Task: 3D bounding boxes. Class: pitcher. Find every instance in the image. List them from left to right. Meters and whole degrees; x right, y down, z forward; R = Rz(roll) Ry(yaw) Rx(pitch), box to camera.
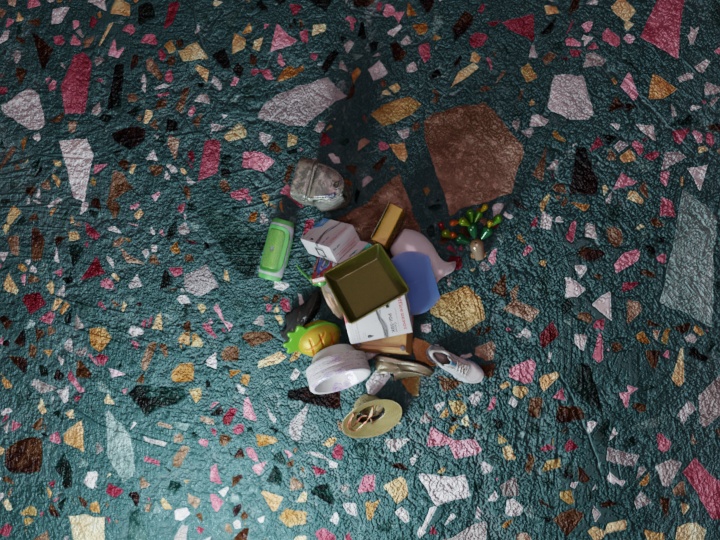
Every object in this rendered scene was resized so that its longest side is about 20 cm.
[{"bbox_3d":[0.180,-0.021,1.692,0.199,0.121,0.172,37,105,-3],"label":"pitcher"}]

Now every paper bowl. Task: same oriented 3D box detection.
[{"bbox_3d":[-0.074,0.303,1.656,0.198,0.201,0.106,-22,63,5],"label":"paper bowl"}]

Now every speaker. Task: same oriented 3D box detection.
[{"bbox_3d":[-0.280,-0.068,1.763,0.087,0.088,0.203,14,88,8],"label":"speaker"}]

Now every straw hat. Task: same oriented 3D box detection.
[{"bbox_3d":[0.027,0.443,1.685,0.199,0.202,0.086,-29,40,4],"label":"straw hat"}]

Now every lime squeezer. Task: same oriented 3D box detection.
[{"bbox_3d":[-0.144,0.016,1.700,0.198,0.037,0.072,2,89,37],"label":"lime squeezer"}]

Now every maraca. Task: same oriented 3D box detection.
[{"bbox_3d":[-0.153,0.219,1.689,0.107,0.198,0.139,50,126,44],"label":"maraca"}]

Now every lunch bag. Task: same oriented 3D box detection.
[{"bbox_3d":[-0.118,-0.268,1.697,0.165,0.200,0.142,13,88,9],"label":"lunch bag"}]

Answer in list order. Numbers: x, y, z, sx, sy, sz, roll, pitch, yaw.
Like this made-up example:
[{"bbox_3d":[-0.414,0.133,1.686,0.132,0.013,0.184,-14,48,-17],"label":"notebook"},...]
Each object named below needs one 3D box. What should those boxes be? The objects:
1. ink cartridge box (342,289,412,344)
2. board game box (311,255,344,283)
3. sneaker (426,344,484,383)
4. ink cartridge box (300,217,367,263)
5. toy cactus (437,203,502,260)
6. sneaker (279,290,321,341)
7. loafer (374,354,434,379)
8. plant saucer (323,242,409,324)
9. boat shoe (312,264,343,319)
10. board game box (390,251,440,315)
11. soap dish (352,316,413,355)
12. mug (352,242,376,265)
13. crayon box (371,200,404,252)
[{"bbox_3d":[0.051,0.126,1.604,0.197,0.083,0.149,-12,106,7],"label":"ink cartridge box"},{"bbox_3d":[-0.091,-0.042,1.689,0.102,0.201,0.020,-13,127,19],"label":"board game box"},{"bbox_3d":[0.298,0.301,1.663,0.198,0.087,0.076,24,88,7],"label":"sneaker"},{"bbox_3d":[-0.084,-0.095,1.675,0.116,0.067,0.199,-44,37,-23],"label":"ink cartridge box"},{"bbox_3d":[0.359,-0.116,1.692,0.197,0.102,0.167,-17,103,3],"label":"toy cactus"},{"bbox_3d":[-0.202,0.149,1.747,0.090,0.076,0.202,30,87,16],"label":"sneaker"},{"bbox_3d":[0.139,0.318,1.692,0.197,0.076,0.069,9,88,18],"label":"loafer"},{"bbox_3d":[0.017,0.044,1.541,0.198,0.048,0.201,-28,57,-5],"label":"plant saucer"},{"bbox_3d":[-0.089,0.059,1.735,0.069,0.074,0.202,-27,83,11],"label":"boat shoe"},{"bbox_3d":[0.155,0.038,1.647,0.156,0.039,0.203,-16,101,7],"label":"board game box"},{"bbox_3d":[0.071,0.189,1.702,0.197,0.081,0.160,3,87,9],"label":"soap dish"},{"bbox_3d":[0.010,-0.004,1.700,0.152,0.114,0.186,-40,42,5],"label":"mug"},{"bbox_3d":[0.088,-0.134,1.660,0.050,0.200,0.128,27,89,8],"label":"crayon box"}]
